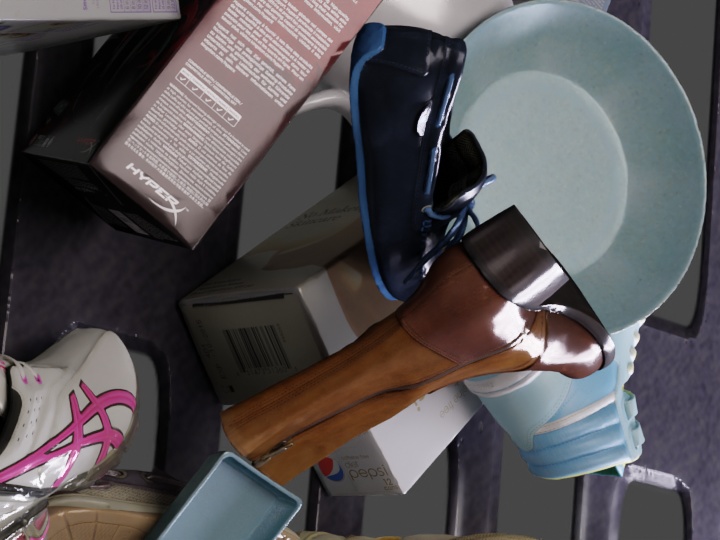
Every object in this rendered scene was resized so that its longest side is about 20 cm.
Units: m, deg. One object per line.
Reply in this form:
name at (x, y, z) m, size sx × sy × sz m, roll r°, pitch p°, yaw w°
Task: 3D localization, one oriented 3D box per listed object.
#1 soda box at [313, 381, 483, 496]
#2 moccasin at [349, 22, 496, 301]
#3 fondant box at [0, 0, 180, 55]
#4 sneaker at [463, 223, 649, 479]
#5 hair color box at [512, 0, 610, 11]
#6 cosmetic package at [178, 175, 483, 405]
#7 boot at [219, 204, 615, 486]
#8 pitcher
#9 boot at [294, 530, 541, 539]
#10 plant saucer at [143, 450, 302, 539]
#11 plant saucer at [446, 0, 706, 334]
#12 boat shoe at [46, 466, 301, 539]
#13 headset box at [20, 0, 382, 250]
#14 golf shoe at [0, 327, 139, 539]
soda box at (0.043, 0.053, 1.617) m, size 0.200 × 0.064 × 0.068 m, roll -46°, pitch 118°, yaw -40°
moccasin at (0.035, -0.048, 1.411) m, size 0.200 × 0.068 × 0.081 m, roll 79°, pitch 13°, yaw -55°
fondant box at (-0.210, -0.141, 1.312) m, size 0.200 × 0.144 × 0.058 m, roll -8°, pitch 91°, yaw -47°
sneaker at (0.149, 0.050, 1.630) m, size 0.200 × 0.079 × 0.131 m, roll -42°, pitch 114°, yaw -31°
hair color box at (0.097, -0.160, 1.674) m, size 0.061 × 0.099 × 0.200 m, roll 44°, pitch 56°, yaw -35°
cosmetic package at (0.000, 0.000, 1.550) m, size 0.200 × 0.105 × 0.071 m, roll -38°, pitch 112°, yaw -44°
boot at (0.035, 0.064, 1.444) m, size 0.069 × 0.200 × 0.188 m, roll 55°, pitch 5°, yaw 19°
pitcher at (-0.016, -0.141, 1.549) m, size 0.200 × 0.121 × 0.172 m, roll 21°, pitch 81°, yaw -32°
boot at (0.068, 0.197, 1.558) m, size 0.200 × 0.155 × 0.073 m, roll 28°, pitch 65°, yaw -41°
plant saucer at (-0.114, 0.184, 1.398) m, size 0.200 × 0.019 × 0.070 m, roll -53°, pitch 133°, yaw -2°
plant saucer at (0.114, -0.058, 1.556) m, size 0.201 × 0.039 × 0.202 m, roll 5°, pitch 81°, yaw -29°
boat shoe at (-0.113, 0.139, 1.438) m, size 0.200 × 0.072 × 0.065 m, roll 11°, pitch 33°, yaw -43°
headset box at (-0.076, -0.115, 1.395) m, size 0.075 × 0.149 × 0.200 m, roll 40°, pitch 81°, yaw -20°
golf shoe at (-0.169, 0.075, 1.347) m, size 0.200 × 0.072 × 0.092 m, roll -57°, pitch 145°, yaw -55°
